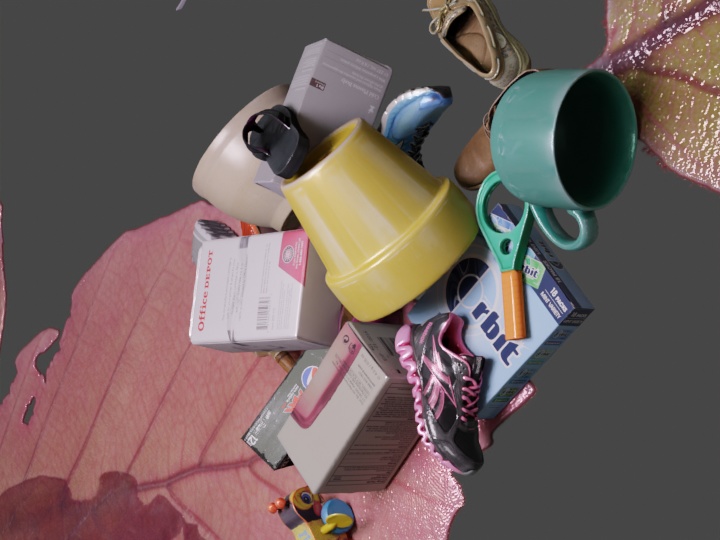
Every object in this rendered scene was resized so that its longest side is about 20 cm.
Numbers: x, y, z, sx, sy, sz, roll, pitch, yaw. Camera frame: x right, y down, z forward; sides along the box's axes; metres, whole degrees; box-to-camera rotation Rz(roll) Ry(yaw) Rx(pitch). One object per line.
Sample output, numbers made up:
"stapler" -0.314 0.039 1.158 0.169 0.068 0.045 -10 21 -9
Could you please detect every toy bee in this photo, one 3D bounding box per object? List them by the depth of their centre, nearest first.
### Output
"toy bee" -0.073 0.336 1.730 0.200 0.109 0.131 52 123 37

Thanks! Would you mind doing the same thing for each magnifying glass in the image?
"magnifying glass" 0.172 -0.019 1.504 0.080 0.022 0.200 -13 78 43

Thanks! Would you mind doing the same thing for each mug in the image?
"mug" 0.211 -0.131 1.437 0.114 0.152 0.185 9 73 47

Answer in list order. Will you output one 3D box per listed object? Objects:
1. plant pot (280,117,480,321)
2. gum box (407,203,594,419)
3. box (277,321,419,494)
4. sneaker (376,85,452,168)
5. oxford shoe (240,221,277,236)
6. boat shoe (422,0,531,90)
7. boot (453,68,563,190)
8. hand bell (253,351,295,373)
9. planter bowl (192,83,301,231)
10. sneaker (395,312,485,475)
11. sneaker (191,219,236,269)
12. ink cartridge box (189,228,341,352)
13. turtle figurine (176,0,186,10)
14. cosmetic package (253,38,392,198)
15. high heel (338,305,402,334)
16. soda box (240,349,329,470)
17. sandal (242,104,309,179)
"plant pot" 0.013 -0.073 1.564 0.201 0.201 0.189 -27 109 42
"gum box" 0.162 0.050 1.555 0.200 0.045 0.170 -53 52 30
"box" 0.006 0.175 1.648 0.109 0.128 0.200 52 121 37
"sneaker" 0.065 -0.161 1.674 0.200 0.078 0.090 -50 62 42
"oxford shoe" -0.116 -0.029 1.848 0.200 0.072 0.071 59 157 33
"boat shoe" 0.136 -0.298 1.608 0.200 0.063 0.073 52 122 37
"boot" 0.166 -0.172 1.554 0.200 0.075 0.074 -46 56 35
"hand bell" -0.104 0.126 1.821 0.200 0.104 0.104 48 120 23
"planter bowl" -0.112 -0.137 1.782 0.135 0.200 0.200 43 120 10
"sneaker" 0.111 0.139 1.525 0.095 0.079 0.200 -31 67 30
"sneaker" -0.197 0.002 1.934 0.200 0.075 0.082 51 128 51
"ink cartridge box" -0.123 0.030 1.719 0.200 0.083 0.147 -5 74 40
"turtle figurine" -0.249 -0.549 2.039 0.194 0.200 0.144 -12 46 23
"cosmetic package" -0.049 -0.183 1.672 0.090 0.107 0.200 0 70 67
"high heel" 0.000 0.000 1.695 0.067 0.096 0.200 -14 76 45
"soda box" -0.070 0.170 1.740 0.071 0.063 0.200 41 106 19
"sandal" -0.110 -0.168 1.595 0.075 0.048 0.200 -61 23 6
